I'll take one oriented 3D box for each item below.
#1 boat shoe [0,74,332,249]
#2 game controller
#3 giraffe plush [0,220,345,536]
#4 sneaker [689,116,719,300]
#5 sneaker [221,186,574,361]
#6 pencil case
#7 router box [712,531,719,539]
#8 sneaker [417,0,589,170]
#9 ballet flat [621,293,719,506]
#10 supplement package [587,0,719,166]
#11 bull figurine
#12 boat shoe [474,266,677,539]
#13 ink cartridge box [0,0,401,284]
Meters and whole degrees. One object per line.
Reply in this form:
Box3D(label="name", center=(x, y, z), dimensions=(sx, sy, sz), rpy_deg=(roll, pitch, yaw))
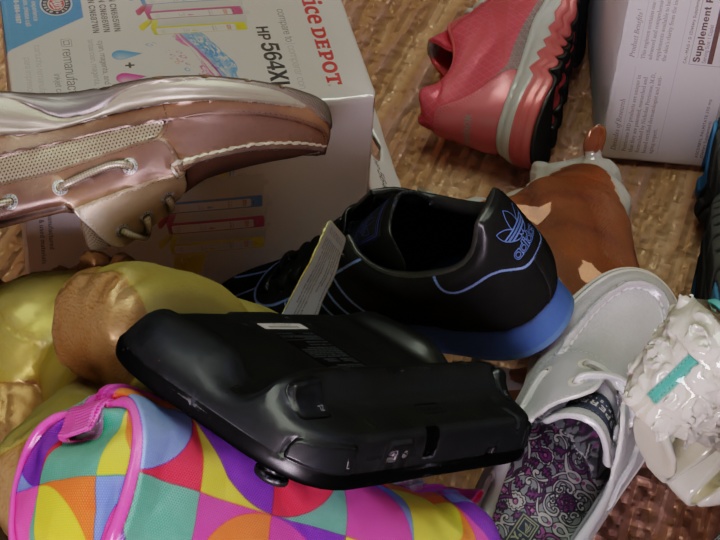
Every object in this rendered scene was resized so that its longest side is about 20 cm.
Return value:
Box3D(label="boat shoe", center=(-0.110, -0.045, 0.808), dimensions=(0.198, 0.076, 0.072), rpy_deg=(-5, 87, -2))
Box3D(label="game controller", center=(-0.008, 0.047, 0.702), dimensions=(0.104, 0.042, 0.200), rpy_deg=(22, 8, 27))
Box3D(label="giraffe plush", center=(-0.115, 0.051, 0.798), dimensions=(0.161, 0.173, 0.200), rpy_deg=(9, 49, 36))
Box3D(label="sneaker", center=(0.214, -0.010, 0.939), dimensions=(0.081, 0.074, 0.201), rpy_deg=(12, 44, 5))
Box3D(label="sneaker", center=(0.000, 0.000, 0.850), dimensions=(0.199, 0.078, 0.070), rpy_deg=(-6, 41, 32))
Box3D(label="pencil case", center=(-0.034, 0.102, 0.688), dimensions=(0.199, 0.088, 0.089), rpy_deg=(22, 28, -40))
Box3D(label="router box", center=(0.214, 0.160, 0.679), dimensions=(0.200, 0.062, 0.150), rpy_deg=(46, 26, 13))
Box3D(label="sneaker", center=(0.086, -0.141, 1.069), dimensions=(0.086, 0.074, 0.201), rpy_deg=(11, 41, 11))
Box3D(label="ballet flat", center=(0.151, 0.068, 0.793), dimensions=(0.071, 0.200, 0.072), rpy_deg=(-8, 66, 19))
Box3D(label="supplement package", center=(0.198, -0.185, 1.031), dimensions=(0.110, 0.201, 0.156), rpy_deg=(5, 42, -1))
Box3D(label="bull figurine", center=(0.096, 0.002, 0.921), dimensions=(0.120, 0.065, 0.201), rpy_deg=(-7, 43, -9))
Box3D(label="boat shoe", center=(0.092, 0.074, 0.796), dimensions=(0.072, 0.069, 0.200), rpy_deg=(38, 65, 2))
Box3D(label="ink cartridge box", center=(-0.079, -0.072, 0.939), dimensions=(0.198, 0.126, 0.129), rpy_deg=(-6, 43, -11))
